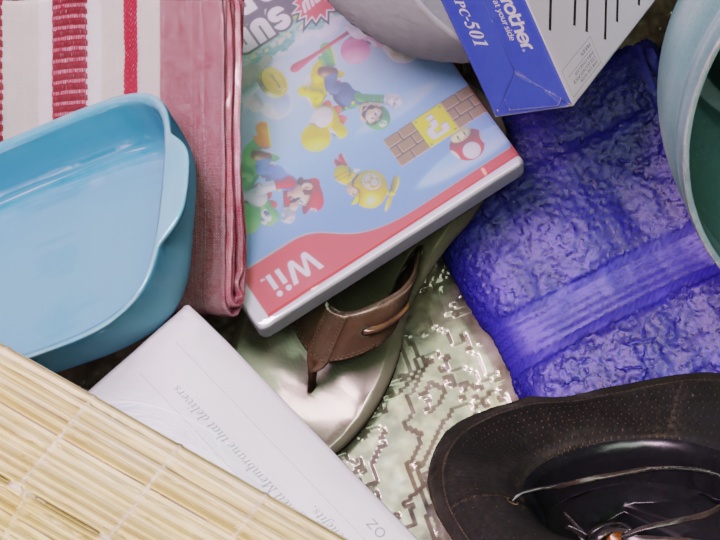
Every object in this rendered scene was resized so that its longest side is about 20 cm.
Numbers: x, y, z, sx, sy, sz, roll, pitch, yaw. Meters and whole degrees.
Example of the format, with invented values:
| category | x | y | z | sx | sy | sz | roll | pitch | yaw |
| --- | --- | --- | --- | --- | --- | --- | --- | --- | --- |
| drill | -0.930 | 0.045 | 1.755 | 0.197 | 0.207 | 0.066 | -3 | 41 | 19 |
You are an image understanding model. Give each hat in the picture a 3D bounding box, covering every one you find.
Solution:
| category | x | y | z | sx | sy | sz | roll | pitch | yaw |
| --- | --- | --- | --- | --- | --- | --- | --- | --- | --- |
| hat | 0.125 | 0.120 | 1.091 | 0.200 | 0.201 | 0.081 | -8 | 114 | -2 |

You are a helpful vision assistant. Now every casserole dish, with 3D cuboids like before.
| category | x | y | z | sx | sy | sz | roll | pitch | yaw |
| --- | --- | --- | --- | --- | --- | --- | --- | --- | --- |
| casserole dish | -0.142 | -0.003 | 1.123 | 0.200 | 0.039 | 0.121 | -19 | 54 | 33 |

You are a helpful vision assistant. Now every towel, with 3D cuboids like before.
| category | x | y | z | sx | sy | sz | roll | pitch | yaw |
| --- | --- | --- | --- | --- | --- | --- | --- | --- | --- |
| towel | -0.136 | -0.055 | 1.174 | 0.200 | 0.023 | 0.144 | 3 | 94 | 33 |
| towel | 0.123 | -0.004 | 1.209 | 0.148 | 0.050 | 0.200 | -25 | 73 | -9 |

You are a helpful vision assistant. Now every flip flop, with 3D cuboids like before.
| category | x | y | z | sx | sy | sz | roll | pitch | yaw |
| --- | --- | --- | --- | --- | --- | --- | --- | --- | --- |
| flip flop | 0.000 | 0.000 | 1.185 | 0.081 | 0.058 | 0.200 | 34 | 97 | 8 |

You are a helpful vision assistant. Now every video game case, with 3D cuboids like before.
| category | x | y | z | sx | sy | sz | roll | pitch | yaw |
| --- | --- | --- | --- | --- | --- | --- | --- | --- | --- |
| video game case | -0.038 | -0.087 | 1.176 | 0.143 | 0.017 | 0.200 | -33 | 72 | -6 |

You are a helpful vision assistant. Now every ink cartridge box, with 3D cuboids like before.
| category | x | y | z | sx | sy | sz | roll | pitch | yaw |
| --- | --- | --- | --- | --- | --- | --- | --- | --- | --- |
| ink cartridge box | 0.102 | -0.162 | 1.134 | 0.044 | 0.094 | 0.200 | -6 | 32 | 38 |

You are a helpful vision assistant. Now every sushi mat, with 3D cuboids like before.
| category | x | y | z | sx | sy | sz | roll | pitch | yaw |
| --- | --- | --- | --- | --- | --- | --- | --- | --- | --- |
| sushi mat | -0.096 | 0.110 | 1.025 | 0.200 | 0.012 | 0.096 | 29 | 75 | 10 |

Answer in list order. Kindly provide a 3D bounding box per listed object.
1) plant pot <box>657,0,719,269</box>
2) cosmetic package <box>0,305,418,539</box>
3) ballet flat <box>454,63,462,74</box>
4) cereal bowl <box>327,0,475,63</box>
| category | x | y | z | sx | sy | sz | roll | pitch | yaw |
| --- | --- | --- | --- | --- | --- | --- | --- | --- | --- |
| plant pot | 0.219 | -0.093 | 1.158 | 0.200 | 0.200 | 0.134 | -18 | 31 | -6 |
| cosmetic package | -0.077 | 0.162 | 1.080 | 0.200 | 0.123 | 0.199 | -42 | 76 | -12 |
| ballet flat | -0.035 | -0.058 | 1.216 | 0.200 | 0.072 | 0.068 | -32 | 74 | -10 |
| cereal bowl | 0.021 | -0.187 | 1.140 | 0.083 | 0.200 | 0.200 | -10 | 66 | 38 |
